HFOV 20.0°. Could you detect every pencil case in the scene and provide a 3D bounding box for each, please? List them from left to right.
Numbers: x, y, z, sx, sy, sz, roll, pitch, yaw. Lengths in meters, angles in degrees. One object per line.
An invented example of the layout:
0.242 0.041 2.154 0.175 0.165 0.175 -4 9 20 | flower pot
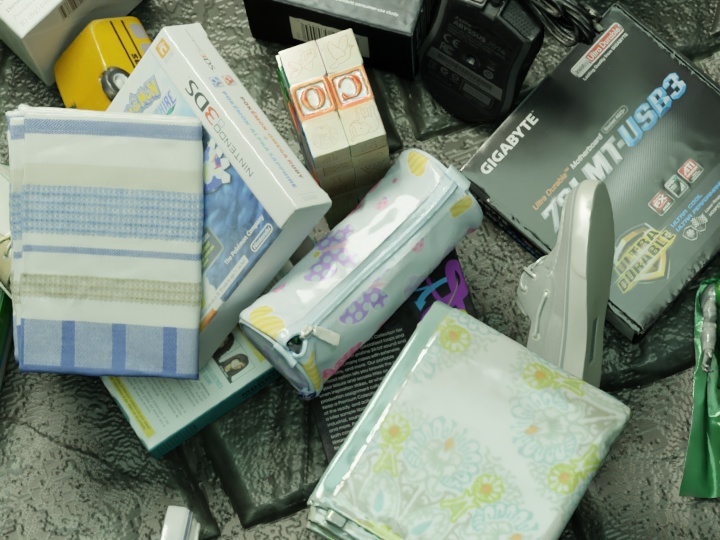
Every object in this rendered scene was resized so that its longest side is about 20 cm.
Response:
0.000 0.000 1.514 0.083 0.091 0.200 42 75 10 | pencil case

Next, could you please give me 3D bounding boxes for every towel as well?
-0.187 -0.020 1.499 0.146 0.024 0.201 2 102 6 | towel
0.076 0.142 1.481 0.171 0.048 0.200 31 73 9 | towel

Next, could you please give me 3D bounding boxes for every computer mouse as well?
0.108 -0.188 1.599 0.138 0.200 0.053 34 60 2 | computer mouse

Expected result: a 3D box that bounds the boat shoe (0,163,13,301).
-0.252 -0.015 1.560 0.075 0.068 0.200 -42 95 -19 | boat shoe

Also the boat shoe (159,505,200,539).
-0.126 0.280 1.552 0.065 0.074 0.201 2 86 -2 | boat shoe

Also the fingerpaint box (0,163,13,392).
-0.355 0.007 1.621 0.166 0.073 0.201 10 76 4 | fingerpaint box

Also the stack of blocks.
-0.021 -0.118 1.575 0.058 0.200 0.116 -19 77 -2 | stack of blocks

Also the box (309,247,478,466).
0.033 0.091 1.544 0.142 0.036 0.201 -15 70 -4 | box

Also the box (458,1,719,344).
0.213 -0.079 1.635 0.198 0.050 0.200 43 81 10 | box

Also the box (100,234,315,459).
-0.103 0.058 1.611 0.200 0.049 0.082 -33 78 -6 | box

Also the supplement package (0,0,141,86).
-0.288 -0.273 1.665 0.200 0.120 0.121 44 82 12 | supplement package

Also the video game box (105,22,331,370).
-0.134 -0.051 1.532 0.182 0.047 0.200 54 126 21 | video game box

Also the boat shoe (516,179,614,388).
0.153 0.026 1.573 0.068 0.072 0.201 10 113 22 | boat shoe

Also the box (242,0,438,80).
0.002 -0.279 1.663 0.147 0.104 0.201 16 77 7 | box

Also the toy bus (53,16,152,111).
-0.173 -0.103 1.634 0.065 0.078 0.200 -40 73 37 | toy bus

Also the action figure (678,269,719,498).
0.301 0.073 1.593 0.118 0.055 0.201 -3 72 4 | action figure
